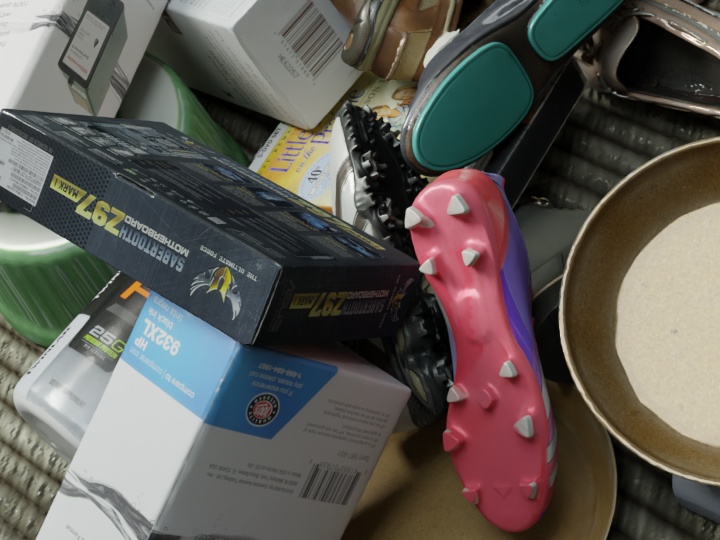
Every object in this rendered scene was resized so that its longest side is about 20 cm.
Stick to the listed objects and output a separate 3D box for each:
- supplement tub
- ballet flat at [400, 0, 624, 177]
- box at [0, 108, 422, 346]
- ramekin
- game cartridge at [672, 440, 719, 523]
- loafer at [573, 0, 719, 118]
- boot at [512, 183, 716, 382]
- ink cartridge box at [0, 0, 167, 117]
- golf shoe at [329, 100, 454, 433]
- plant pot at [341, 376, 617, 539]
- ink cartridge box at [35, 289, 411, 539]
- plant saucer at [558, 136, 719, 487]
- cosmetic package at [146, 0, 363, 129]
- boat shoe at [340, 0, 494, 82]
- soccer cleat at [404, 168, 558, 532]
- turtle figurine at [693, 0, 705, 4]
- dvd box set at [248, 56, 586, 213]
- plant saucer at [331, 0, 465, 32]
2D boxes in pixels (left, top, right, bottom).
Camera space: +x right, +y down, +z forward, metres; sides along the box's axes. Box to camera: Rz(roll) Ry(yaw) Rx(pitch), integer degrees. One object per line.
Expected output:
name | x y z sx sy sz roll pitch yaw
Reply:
supplement tub | -0.104 0.043 1.228 0.122 0.123 0.200 29 71 37
ballet flat | 0.087 -0.133 1.226 0.200 0.073 0.073 -45 51 -14
box | -0.085 -0.025 1.099 0.200 0.158 0.051 29 105 25
ramekin | -0.179 -0.054 1.347 0.199 0.098 0.201 -12 52 15
game cartridge | 0.262 0.062 1.110 0.133 0.041 0.200 20 66 38
loafer | 0.185 -0.135 1.255 0.199 0.072 0.063 18 33 30
boot | 0.152 -0.029 1.207 0.200 0.078 0.138 -27 32 -13
ink cartridge box | -0.220 -0.145 1.300 0.145 0.084 0.201 -1 56 36
golf shoe | 0.000 0.000 1.182 0.094 0.078 0.201 -25 68 30
plant pot | 0.052 0.136 1.152 0.199 0.028 0.201 -13 52 16
ink cartridge box | -0.082 0.125 1.096 0.084 0.145 0.201 31 98 40
plant saucer | 0.208 0.025 1.090 0.199 0.035 0.201 -4 68 10
cosmetic package | -0.092 -0.169 1.365 0.074 0.102 0.200 -49 35 -15
boat shoe | 0.054 -0.188 1.324 0.074 0.076 0.200 26 52 2
soccer cleat | 0.077 0.042 1.112 0.067 0.076 0.201 -12 94 35
turtle figurine | 0.219 -0.256 1.279 0.064 0.161 0.200 27 69 36
dvd box set | 0.029 -0.082 1.291 0.199 0.029 0.147 7 51 40
plant saucer | 0.069 -0.219 1.401 0.199 0.032 0.201 -11 51 15
